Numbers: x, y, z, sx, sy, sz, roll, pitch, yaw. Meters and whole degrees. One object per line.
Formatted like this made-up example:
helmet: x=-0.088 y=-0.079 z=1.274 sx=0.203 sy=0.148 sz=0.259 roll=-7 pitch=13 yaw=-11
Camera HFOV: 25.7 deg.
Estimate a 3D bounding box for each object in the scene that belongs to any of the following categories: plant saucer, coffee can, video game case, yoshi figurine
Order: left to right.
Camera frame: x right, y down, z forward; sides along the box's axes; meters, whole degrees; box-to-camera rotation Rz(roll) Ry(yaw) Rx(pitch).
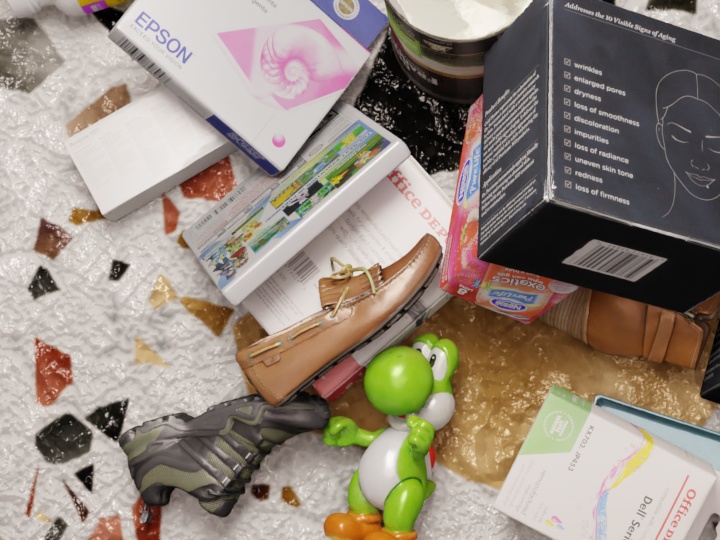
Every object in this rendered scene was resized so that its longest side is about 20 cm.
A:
video game case: x=-0.062 y=-0.065 z=1.407 sx=0.200 sy=0.182 sz=0.022 roll=-40 pitch=114 yaw=-2
yoshi figurine: x=0.024 y=0.148 z=1.380 sx=0.112 sy=0.112 sz=0.200 roll=18 pitch=89 yaw=1
coffee can: x=0.093 y=-0.244 z=1.399 sx=0.146 sy=0.200 sz=0.147 roll=-1 pitch=81 yaw=5
plant saucer: x=0.296 y=0.173 z=1.409 sx=0.200 sy=0.019 sz=0.070 roll=17 pitch=83 yaw=9

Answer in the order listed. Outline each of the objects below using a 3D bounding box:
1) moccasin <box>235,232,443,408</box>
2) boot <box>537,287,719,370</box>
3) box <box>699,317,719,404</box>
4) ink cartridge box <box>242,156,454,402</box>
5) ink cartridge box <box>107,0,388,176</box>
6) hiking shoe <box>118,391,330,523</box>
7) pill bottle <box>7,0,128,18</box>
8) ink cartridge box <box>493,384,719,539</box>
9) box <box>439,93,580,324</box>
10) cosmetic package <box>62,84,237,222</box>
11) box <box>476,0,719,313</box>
moccasin: x=-0.017 y=0.031 z=1.352 sx=0.201 sy=0.074 sz=0.078 roll=-37 pitch=91 yaw=9
boot: x=0.255 y=-0.019 z=1.398 sx=0.155 sy=0.077 sz=0.200 roll=19 pitch=88 yaw=21
box: x=0.376 y=0.023 z=1.359 sx=0.107 sy=0.148 sz=0.201 roll=15 pitch=83 yaw=7
ink cartridge box: x=0.000 y=0.000 z=1.429 sx=0.200 sy=0.083 sz=0.147 roll=-40 pitch=81 yaw=-2
ink cartridge box: x=-0.092 y=-0.223 z=1.427 sx=0.196 sy=0.043 sz=0.200 roll=39 pitch=73 yaw=-14
hiking shoe: x=-0.114 y=0.167 z=1.423 sx=0.200 sy=0.076 sz=0.101 roll=-14 pitch=88 yaw=15
pill bottle: x=-0.239 y=-0.302 z=1.487 sx=0.200 sy=0.104 sz=0.105 roll=-17 pitch=80 yaw=3
ink cartridge box: x=0.230 y=0.197 z=1.370 sx=0.200 sy=0.067 sz=0.117 roll=26 pitch=95 yaw=7
box: x=0.142 y=-0.070 z=1.358 sx=0.095 sy=0.100 sz=0.200 roll=21 pitch=60 yaw=-16
cosmetic package: x=-0.170 y=-0.132 z=1.481 sx=0.200 sy=0.051 sz=0.083 roll=-29 pitch=83 yaw=0
box: x=0.208 y=-0.094 z=1.266 sx=0.200 sy=0.124 sz=0.197 roll=14 pitch=63 yaw=-19
